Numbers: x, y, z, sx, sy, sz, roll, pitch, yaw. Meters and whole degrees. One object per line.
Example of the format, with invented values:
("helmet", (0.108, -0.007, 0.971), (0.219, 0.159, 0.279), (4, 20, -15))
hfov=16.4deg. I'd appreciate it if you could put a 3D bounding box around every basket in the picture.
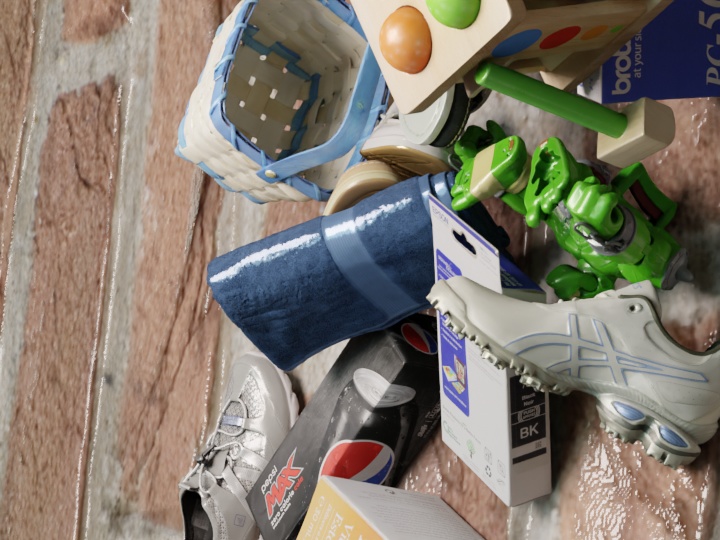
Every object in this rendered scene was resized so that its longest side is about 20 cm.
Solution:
("basket", (-0.037, -0.143, 1.840), (0.200, 0.139, 0.177), (-26, 39, 57))

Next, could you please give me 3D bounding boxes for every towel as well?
("towel", (0.000, 0.000, 1.734), (0.199, 0.112, 0.049), (-20, 49, 20))

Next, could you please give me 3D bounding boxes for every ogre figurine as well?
("ogre figurine", (0.141, -0.037, 1.610), (0.200, 0.120, 0.098), (-7, 54, 58))

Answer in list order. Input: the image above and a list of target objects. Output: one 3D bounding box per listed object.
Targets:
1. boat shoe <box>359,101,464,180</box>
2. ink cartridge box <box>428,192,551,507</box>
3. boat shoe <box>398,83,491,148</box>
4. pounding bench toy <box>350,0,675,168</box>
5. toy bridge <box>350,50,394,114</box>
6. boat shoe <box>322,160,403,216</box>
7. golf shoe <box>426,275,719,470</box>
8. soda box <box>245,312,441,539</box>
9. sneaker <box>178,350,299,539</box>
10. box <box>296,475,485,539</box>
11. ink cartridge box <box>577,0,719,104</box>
("boat shoe", (0.042, -0.099, 1.776), (0.200, 0.071, 0.070), (-176, 110, -86))
("ink cartridge box", (0.087, 0.049, 1.667), (0.099, 0.039, 0.201), (45, 147, 52))
("boat shoe", (0.066, -0.143, 1.700), (0.076, 0.060, 0.200), (-51, 22, 35))
("pounding bench toy", (0.093, -0.149, 1.509), (0.124, 0.156, 0.201), (-40, 68, 48))
("toy bridge", (0.005, -0.075, 1.913), (0.067, 0.027, 0.201), (1, 78, 54))
("boat shoe", (0.003, -0.030, 1.798), (0.200, 0.071, 0.065), (96, 173, -61))
("golf shoe", (0.141, 0.040, 1.567), (0.097, 0.199, 0.078), (-61, 2, 2))
("soda box", (-0.004, 0.124, 1.828), (0.200, 0.063, 0.071), (-58, 39, 26))
("sneaker", (-0.100, 0.159, 1.933), (0.075, 0.082, 0.201), (-7, 73, 54))
("box", (0.032, 0.254, 1.693), (0.200, 0.106, 0.153), (38, 110, 53))
("ink cartridge box", (0.188, -0.210, 1.583), (0.044, 0.094, 0.201), (-142, 50, -69))
